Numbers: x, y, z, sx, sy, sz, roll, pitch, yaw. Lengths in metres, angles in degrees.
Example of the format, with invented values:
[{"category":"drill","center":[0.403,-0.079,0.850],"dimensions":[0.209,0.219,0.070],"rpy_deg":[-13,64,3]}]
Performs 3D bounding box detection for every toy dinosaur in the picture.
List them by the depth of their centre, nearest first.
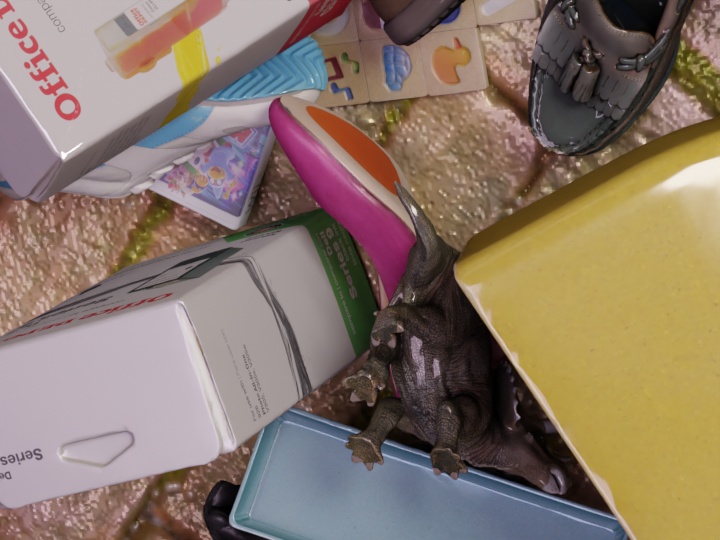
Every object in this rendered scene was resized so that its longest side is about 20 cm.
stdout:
[{"category":"toy dinosaur","center":[0.037,0.039,1.348],"dimensions":[0.077,0.102,0.200],"rpy_deg":[-9,115,33]}]

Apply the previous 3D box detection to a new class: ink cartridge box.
[{"category":"ink cartridge box","center":[-0.115,-0.148,1.322],"dimensions":[0.145,0.200,0.083],"rpy_deg":[55,159,2]},{"category":"ink cartridge box","center":[-0.096,0.043,1.399],"dimensions":[0.146,0.200,0.084],"rpy_deg":[-16,98,25]}]

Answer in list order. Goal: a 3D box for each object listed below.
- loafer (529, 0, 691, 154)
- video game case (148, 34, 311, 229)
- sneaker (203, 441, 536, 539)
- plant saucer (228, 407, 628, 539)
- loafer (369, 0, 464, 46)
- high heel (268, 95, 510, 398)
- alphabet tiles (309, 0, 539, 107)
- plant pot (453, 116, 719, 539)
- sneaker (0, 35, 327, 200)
[{"category":"loafer","center":[0.131,-0.141,1.321],"dimensions":[0.072,0.063,0.200],"rpy_deg":[34,115,12]},{"category":"video game case","center":[-0.095,-0.139,1.441],"dimensions":[0.143,0.018,0.200],"rpy_deg":[26,114,13]},{"category":"sneaker","center":[-0.001,0.121,1.444],"dimensions":[0.200,0.066,0.091],"rpy_deg":[-22,129,27]},{"category":"plant saucer","center":[0.036,0.131,1.396],"dimensions":[0.200,0.019,0.070],"rpy_deg":[18,83,12]},{"category":"loafer","center":[0.066,-0.197,1.327],"dimensions":[0.071,0.073,0.200],"rpy_deg":[45,111,-1]},{"category":"high heel","center":[0.000,0.000,1.395],"dimensions":[0.096,0.067,0.200],"rpy_deg":[-38,109,18]},{"category":"alphabet tiles","center":[-0.008,-0.169,1.410],"dimensions":[0.200,0.006,0.167],"rpy_deg":[-5,103,24]},{"category":"plant pot","center":[0.182,0.017,1.289],"dimensions":[0.200,0.196,0.194],"rpy_deg":[-34,91,8]},{"category":"sneaker","center":[-0.111,-0.087,1.418],"dimensions":[0.200,0.077,0.081],"rpy_deg":[-7,139,13]}]
